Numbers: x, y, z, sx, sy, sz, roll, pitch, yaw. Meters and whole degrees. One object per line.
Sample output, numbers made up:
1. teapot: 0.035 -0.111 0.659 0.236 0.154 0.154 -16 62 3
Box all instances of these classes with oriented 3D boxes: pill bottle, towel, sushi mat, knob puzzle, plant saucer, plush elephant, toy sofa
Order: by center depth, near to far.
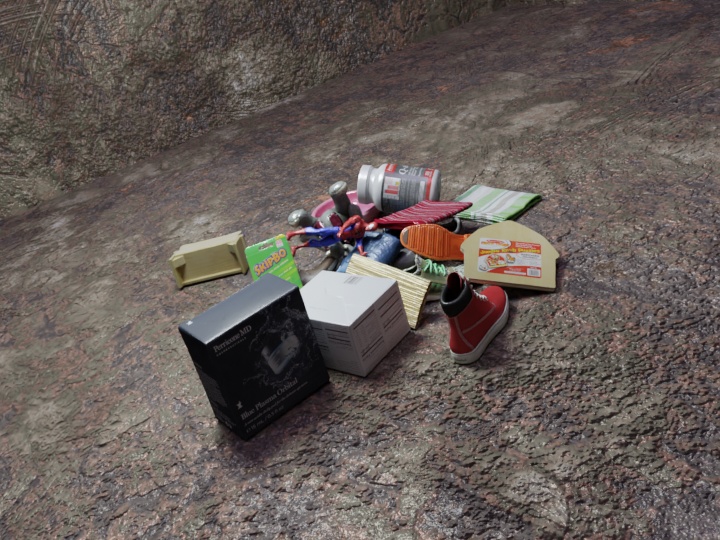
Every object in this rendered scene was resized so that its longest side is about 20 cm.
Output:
1. sushi mat: 0.045 0.038 1.506 0.197 0.098 0.012 20 0 35
2. knob puzzle: 0.294 -0.029 1.515 0.213 0.031 0.222 -1 39 1
3. towel: 0.000 0.000 1.623 0.110 0.049 0.201 12 56 45
4. towel: 0.139 -0.126 1.700 0.142 0.023 0.198 6 22 44
5. plush elephant: -0.053 -0.064 1.743 0.162 0.201 0.157 -26 46 11
6. towel: 0.312 -0.163 1.826 0.148 0.031 0.198 -35 30 -30
7. pill bottle: 0.096 -0.200 1.885 0.194 0.119 0.116 9 31 12
8. toy sofa: -0.379 -0.028 1.952 0.195 0.085 0.098 -13 20 10
9. plant saucer: -0.031 -0.148 1.999 0.195 0.052 0.202 -15 26 7

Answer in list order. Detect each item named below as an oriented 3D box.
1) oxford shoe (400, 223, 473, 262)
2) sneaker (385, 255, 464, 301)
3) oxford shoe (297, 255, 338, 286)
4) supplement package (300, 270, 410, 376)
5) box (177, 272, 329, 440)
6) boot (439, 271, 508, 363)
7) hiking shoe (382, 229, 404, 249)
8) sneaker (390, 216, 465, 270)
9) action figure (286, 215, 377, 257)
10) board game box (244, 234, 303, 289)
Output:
1. oxford shoe: 0.173 -0.046 1.584 0.195 0.073 0.073 12 -13 -7
2. sneaker: 0.137 0.010 1.527 0.195 0.090 0.077 -18 25 0
3. oxford shoe: -0.129 0.021 1.639 0.199 0.085 0.073 -39 1 -23
4. supplement package: -0.033 0.094 1.444 0.197 0.113 0.155 7 35 41
5. box: -0.181 0.146 1.334 0.195 0.204 0.116 -32 29 -27
6. boot: 0.201 0.046 1.347 0.071 0.147 0.200 -2 28 33
7. hiking shoe: 0.086 -0.081 1.780 0.085 0.076 0.200 -12 15 30
8. sneaker: 0.140 -0.062 1.662 0.197 0.083 0.077 -26 42 -16
9. action figure: -0.056 -0.061 1.618 0.195 0.066 0.100 -14 35 3
10. board game box: -0.168 0.033 1.587 0.093 0.205 0.030 -19 -11 -5
